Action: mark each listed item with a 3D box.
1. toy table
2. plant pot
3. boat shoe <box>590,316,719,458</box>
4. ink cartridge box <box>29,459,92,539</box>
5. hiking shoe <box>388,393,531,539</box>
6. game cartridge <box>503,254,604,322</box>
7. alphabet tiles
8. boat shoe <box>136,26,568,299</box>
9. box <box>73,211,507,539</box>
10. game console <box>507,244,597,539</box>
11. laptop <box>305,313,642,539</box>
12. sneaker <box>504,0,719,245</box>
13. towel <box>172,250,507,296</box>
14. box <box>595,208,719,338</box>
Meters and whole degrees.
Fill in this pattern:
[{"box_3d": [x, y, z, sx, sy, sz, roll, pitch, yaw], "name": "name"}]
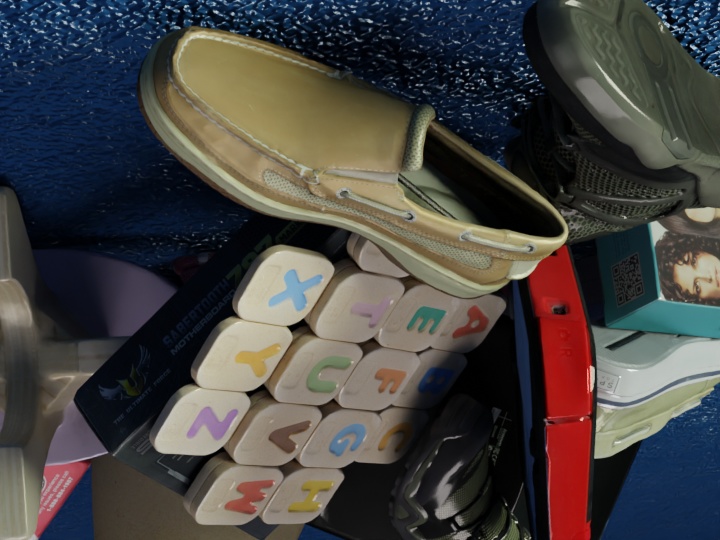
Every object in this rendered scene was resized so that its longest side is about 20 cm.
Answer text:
[{"box_3d": [-0.190, 0.052, 0.767, 0.198, 0.185, 0.117, -16, 177, 0], "name": "toy table"}, {"box_3d": [-0.106, 0.141, 0.917, 0.186, 0.202, 0.187, 11, 169, 2], "name": "plant pot"}, {"box_3d": [0.169, 0.058, 0.801, 0.072, 0.062, 0.199, 31, -156, 32], "name": "boat shoe"}, {"box_3d": [-0.305, 0.124, 0.924, 0.199, 0.086, 0.148, 28, 112, -30], "name": "ink cartridge box"}, {"box_3d": [0.072, 0.153, 0.792, 0.100, 0.076, 0.201, 21, 137, 18], "name": "hiking shoe"}, {"box_3d": [0.170, 0.026, 0.946, 0.199, 0.042, 0.133, -18, 152, 38], "name": "game cartridge"}, {"box_3d": [-0.008, 0.051, 0.695, 0.195, 0.015, 0.201, 13, 115, -50], "name": "alphabet tiles"}, {"box_3d": [0.004, -0.054, 0.582, 0.199, 0.072, 0.076, 23, 156, -26], "name": "boat shoe"}, {"box_3d": [-0.030, 0.039, 0.718, 0.200, 0.051, 0.158, -44, 143, 1], "name": "box"}, {"box_3d": [0.091, 0.072, 0.683, 0.031, 0.178, 0.200, 0, -155, 2], "name": "game console"}, {"box_3d": [0.090, 0.098, 0.891, 0.198, 0.189, 0.116, 19, -157, 6], "name": "laptop"}, {"box_3d": [0.100, -0.060, 0.608, 0.114, 0.077, 0.199, -20, 161, 27], "name": "sneaker"}, {"box_3d": [0.000, 0.000, 0.857, 0.198, 0.030, 0.146, -11, 160, 16], "name": "towel"}, {"box_3d": [0.229, -0.005, 0.787, 0.198, 0.083, 0.049, 6, 158, -27], "name": "box"}]
